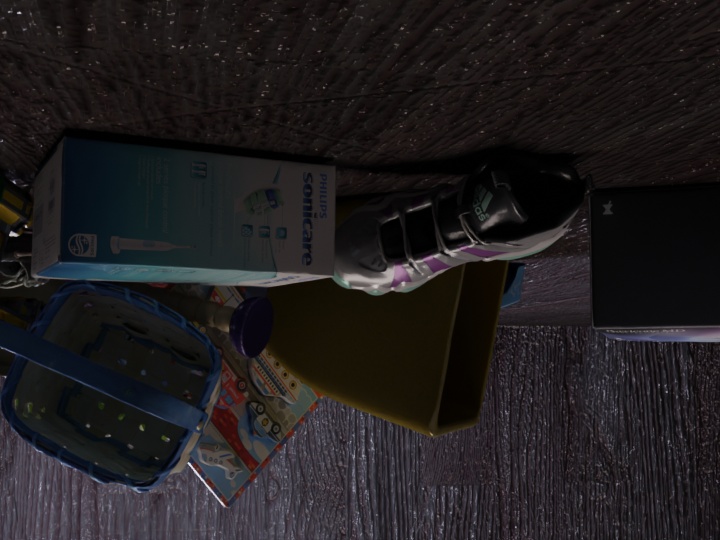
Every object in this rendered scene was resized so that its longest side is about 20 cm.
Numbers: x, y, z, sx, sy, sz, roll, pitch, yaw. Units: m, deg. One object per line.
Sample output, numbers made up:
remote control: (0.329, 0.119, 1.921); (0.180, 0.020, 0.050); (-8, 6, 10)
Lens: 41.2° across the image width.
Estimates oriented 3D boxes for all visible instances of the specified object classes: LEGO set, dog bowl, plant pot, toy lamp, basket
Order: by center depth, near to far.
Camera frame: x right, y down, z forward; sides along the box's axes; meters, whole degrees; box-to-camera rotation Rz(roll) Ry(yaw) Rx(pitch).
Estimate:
basket: (-0.196, 0.082, 0.732); (0.174, 0.141, 0.200); (23, 172, 9)
LEGO set: (-0.333, 0.006, 0.800); (0.197, 0.157, 0.116); (-10, 154, 20)
toy lamp: (-0.170, 0.025, 0.831); (0.197, 0.059, 0.058); (13, 179, 23)
plant pot: (0.018, 0.034, 0.912); (0.196, 0.199, 0.194); (10, 178, 20)
dog bowl: (0.145, 0.025, 1.258); (0.110, 0.051, 0.199); (-2, -173, 35)

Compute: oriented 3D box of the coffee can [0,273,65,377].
coffee can: (-0.394, 0.046, 1.144); (0.143, 0.150, 0.200); (1, 178, -9)

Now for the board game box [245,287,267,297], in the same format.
board game box: (-0.116, 0.038, 1.089); (0.198, 0.026, 0.199); (34, -168, 19)

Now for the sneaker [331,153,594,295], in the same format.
sneaker: (0.071, -0.042, 0.686); (0.197, 0.079, 0.140); (-17, 172, -9)

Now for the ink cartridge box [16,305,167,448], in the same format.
ink cartridge box: (-0.235, 0.079, 0.973); (0.145, 0.202, 0.077); (10, 137, 18)

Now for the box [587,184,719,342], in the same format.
box: (0.311, 0.000, 0.863); (0.196, 0.126, 0.198); (-2, 172, 19)

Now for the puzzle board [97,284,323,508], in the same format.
puzzle board: (-0.133, 0.101, 0.911); (0.151, 0.201, 0.017); (-46, -156, -28)

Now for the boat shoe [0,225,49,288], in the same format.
boat shoe: (-0.333, -0.018, 0.942); (0.072, 0.070, 0.198); (-6, 170, 29)

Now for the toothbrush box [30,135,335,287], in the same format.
toothbrush box: (-0.134, -0.035, 0.714); (0.197, 0.087, 0.146); (4, 174, -25)

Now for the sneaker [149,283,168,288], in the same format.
sneaker: (-0.197, -0.014, 0.911); (0.197, 0.089, 0.073); (4, 172, -30)
